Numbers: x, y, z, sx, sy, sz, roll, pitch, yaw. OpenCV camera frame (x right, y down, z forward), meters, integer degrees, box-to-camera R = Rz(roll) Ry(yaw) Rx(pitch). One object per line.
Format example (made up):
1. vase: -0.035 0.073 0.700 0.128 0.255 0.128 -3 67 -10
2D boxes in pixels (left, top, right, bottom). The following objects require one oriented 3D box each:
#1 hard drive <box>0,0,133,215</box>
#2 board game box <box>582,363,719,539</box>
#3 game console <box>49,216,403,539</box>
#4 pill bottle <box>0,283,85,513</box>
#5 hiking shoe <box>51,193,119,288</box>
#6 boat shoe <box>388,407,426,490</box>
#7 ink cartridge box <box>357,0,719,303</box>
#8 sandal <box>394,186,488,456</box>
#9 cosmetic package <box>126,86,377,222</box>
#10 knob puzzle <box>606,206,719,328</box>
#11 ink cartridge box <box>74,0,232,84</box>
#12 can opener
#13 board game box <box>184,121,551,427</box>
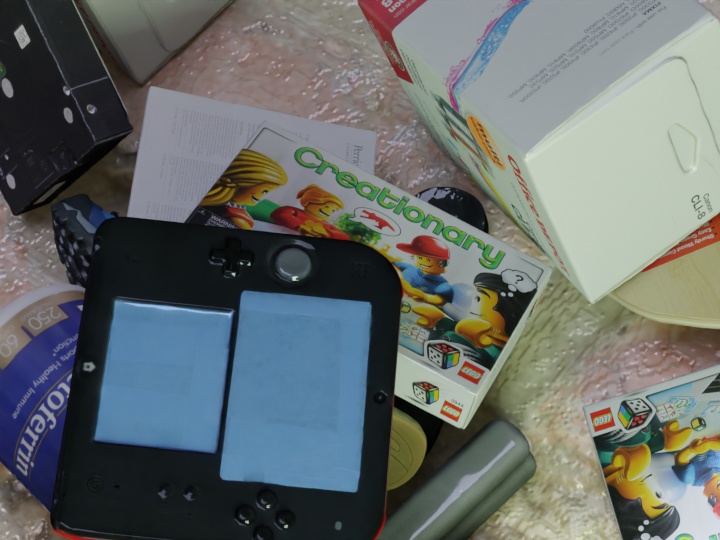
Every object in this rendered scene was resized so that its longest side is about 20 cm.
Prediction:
1. hard drive: -0.230 -0.151 1.618 0.038 0.140 0.200 -24 84 -36
2. board game box: 0.241 0.110 1.440 0.199 0.035 0.127 -18 60 6
3. game console: -0.069 0.065 1.353 0.176 0.031 0.201 9 58 -5
4. pill bottle: -0.147 0.108 1.508 0.116 0.116 0.200 -44 61 -9
5. hiking shoe: -0.118 0.010 1.587 0.087 0.075 0.200 -33 57 -28
6. boat shoe: -0.058 0.078 1.446 0.200 0.073 0.063 11 31 -15
7. ink cartridge box: 0.125 -0.113 1.503 0.144 0.145 0.200 -37 45 -6
8. sandal: 0.024 0.033 1.535 0.075 0.048 0.201 7 66 19
9. cosmetic package: -0.071 -0.015 1.527 0.150 0.052 0.200 10 48 -5
10. knob puzzle: 0.223 -0.034 1.511 0.219 0.030 0.220 -13 48 15
11. ink cartridge box: -0.180 -0.261 1.691 0.146 0.147 0.200 -43 61 -9
12. can opener: 0.013 0.156 1.472 0.200 0.053 0.067 -42 61 -9
13. board game box: 0.000 0.000 1.466 0.200 0.035 0.126 27 44 7
